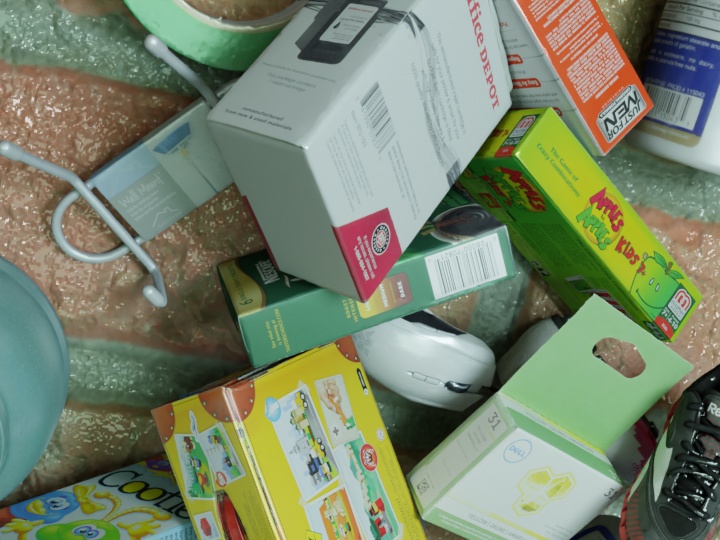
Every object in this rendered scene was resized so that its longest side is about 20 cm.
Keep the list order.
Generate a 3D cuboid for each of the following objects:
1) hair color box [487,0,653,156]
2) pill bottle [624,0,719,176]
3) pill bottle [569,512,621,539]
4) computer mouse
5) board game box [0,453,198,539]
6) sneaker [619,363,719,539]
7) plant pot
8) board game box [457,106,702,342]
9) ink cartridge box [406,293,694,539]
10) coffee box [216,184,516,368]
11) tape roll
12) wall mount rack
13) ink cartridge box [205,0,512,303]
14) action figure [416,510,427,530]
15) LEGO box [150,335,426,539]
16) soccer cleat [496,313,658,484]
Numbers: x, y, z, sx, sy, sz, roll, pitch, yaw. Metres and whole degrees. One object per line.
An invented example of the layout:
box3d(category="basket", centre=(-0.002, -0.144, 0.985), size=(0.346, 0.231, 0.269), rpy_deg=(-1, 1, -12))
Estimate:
box3d(category="hair color box", centre=(0.113, -0.178, 0.827), size=(0.061, 0.101, 0.201), rpy_deg=(-42, 113, -17))
box3d(category="pill bottle", centre=(0.281, -0.174, 0.866), size=(0.118, 0.120, 0.202), rpy_deg=(13, 103, -17))
box3d(category="pill bottle", centre=(0.204, 0.266, 0.929), size=(0.111, 0.200, 0.114), rpy_deg=(-4, 107, -13))
box3d(category="computer mouse", centre=(0.062, 0.080, 0.896), size=(0.198, 0.044, 0.110), rpy_deg=(27, 122, -5))
box3d(category="board game box", centre=(-0.180, 0.215, 0.821), size=(0.199, 0.102, 0.106), rpy_deg=(-12, 112, -45))
box3d(category="sneaker", centre=(0.251, 0.145, 0.873), size=(0.070, 0.201, 0.098), rpy_deg=(28, 143, 13))
box3d(category="plant pot", centre=(-0.296, 0.091, 0.787), size=(0.198, 0.134, 0.203), rpy_deg=(-4, 107, -14))
box3d(category="board game box", centre=(0.158, -0.032, 0.878), size=(0.200, 0.101, 0.048), rpy_deg=(46, 72, -23))
box3d(category="ink cartridge box", centre=(0.151, 0.127, 0.874), size=(0.145, 0.048, 0.200), rpy_deg=(31, 113, -37))
box3d(category="coffee box", centre=(0.000, 0.000, 0.843), size=(0.198, 0.123, 0.044), rpy_deg=(-19, 111, -7))
box3d(category="tape roll", centre=(-0.080, -0.239, 0.793), size=(0.198, 0.048, 0.203), rpy_deg=(-4, 107, -13))
box3d(category="wall mount rack", centre=(-0.140, -0.072, 0.789), size=(0.199, 0.075, 0.174), rpy_deg=(-34, 126, 7))
box3d(category="ink cartridge box", centre=(0.008, -0.106, 0.769), size=(0.201, 0.083, 0.146), rpy_deg=(-53, 143, -26))
box3d(category="action figure", centre=(0.007, 0.258, 0.930), size=(0.193, 0.105, 0.200), rpy_deg=(-44, 108, 0))
box3d(category="LEGO box", centre=(-0.040, 0.162, 0.822), size=(0.077, 0.148, 0.202), rpy_deg=(-21, 89, 36))
box3d(category="soccer cleat", centre=(0.187, 0.125, 0.963), size=(0.086, 0.070, 0.201), rpy_deg=(-36, 107, 11))
